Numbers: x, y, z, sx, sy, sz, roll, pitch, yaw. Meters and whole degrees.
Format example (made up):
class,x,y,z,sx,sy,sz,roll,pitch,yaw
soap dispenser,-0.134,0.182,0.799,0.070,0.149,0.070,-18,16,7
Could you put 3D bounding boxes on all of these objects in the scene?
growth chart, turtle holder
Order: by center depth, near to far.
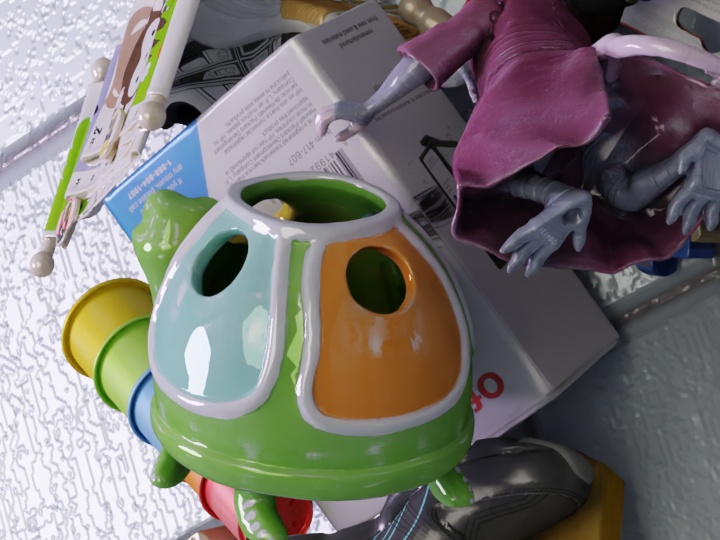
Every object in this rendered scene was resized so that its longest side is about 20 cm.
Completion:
class,x,y,z,sx,sy,sz,roll,pitch,yaw
turtle holder,-0.024,0.024,1.272,0.186,0.141,0.132,-110,19,-69
growth chart,-0.110,-0.093,1.435,0.200,0.018,0.145,136,151,-59

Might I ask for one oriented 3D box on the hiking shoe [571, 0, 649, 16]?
class,x,y,z,sx,sy,sz,roll,pitch,yaw
hiking shoe,0.136,-0.150,1.278,0.200,0.076,0.101,40,120,45

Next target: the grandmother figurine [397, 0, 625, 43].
class,x,y,z,sx,sy,sz,roll,pitch,yaw
grandmother figurine,0.080,-0.135,1.379,0.121,0.061,0.200,-30,66,13

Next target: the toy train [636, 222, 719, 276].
class,x,y,z,sx,sy,sz,roll,pitch,yaw
toy train,0.088,-0.022,1.379,0.200,0.034,0.046,3,91,38

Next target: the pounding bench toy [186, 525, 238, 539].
class,x,y,z,sx,sy,sz,roll,pitch,yaw
pounding bench toy,-0.106,0.226,1.448,0.156,0.124,0.200,-8,81,38

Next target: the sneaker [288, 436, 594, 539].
class,x,y,z,sx,sy,sz,roll,pitch,yaw
sneaker,0.025,0.142,1.327,0.200,0.075,0.079,-31,52,27

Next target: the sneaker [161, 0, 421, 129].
class,x,y,z,sx,sy,sz,roll,pitch,yaw
sneaker,-0.029,-0.094,1.462,0.200,0.076,0.088,13,101,47

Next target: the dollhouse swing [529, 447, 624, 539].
class,x,y,z,sx,sy,sz,roll,pitch,yaw
dollhouse swing,0.081,0.218,1.361,0.200,0.176,0.182,-28,110,32

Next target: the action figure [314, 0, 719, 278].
class,x,y,z,sx,sy,sz,roll,pitch,yaw
action figure,0.074,-0.080,1.248,0.149,0.134,0.200,-63,25,25

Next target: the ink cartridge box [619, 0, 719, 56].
class,x,y,z,sx,sy,sz,roll,pitch,yaw
ink cartridge box,0.202,-0.179,1.296,0.109,0.050,0.200,32,107,36

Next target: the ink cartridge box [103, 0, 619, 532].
class,x,y,z,sx,sy,sz,roll,pitch,yaw
ink cartridge box,0.000,0.000,1.369,0.146,0.084,0.200,-37,88,34

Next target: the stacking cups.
class,x,y,z,sx,sy,sz,roll,pitch,yaw
stacking cups,-0.087,0.075,1.451,0.061,0.060,0.200,-62,36,15
